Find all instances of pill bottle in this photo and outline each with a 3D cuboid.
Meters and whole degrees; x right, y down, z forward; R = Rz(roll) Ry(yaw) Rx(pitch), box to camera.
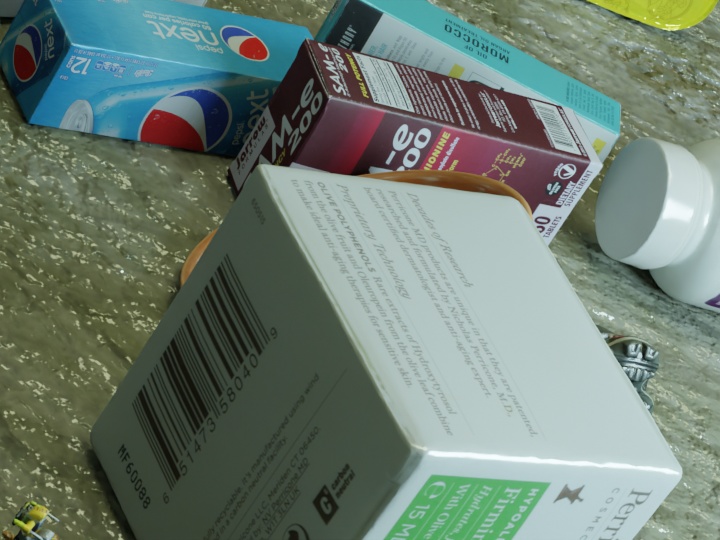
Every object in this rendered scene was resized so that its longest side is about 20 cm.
[{"bbox_3d":[0.258,-0.023,1.923,0.200,0.112,0.112,16,34,-28],"label":"pill bottle"}]

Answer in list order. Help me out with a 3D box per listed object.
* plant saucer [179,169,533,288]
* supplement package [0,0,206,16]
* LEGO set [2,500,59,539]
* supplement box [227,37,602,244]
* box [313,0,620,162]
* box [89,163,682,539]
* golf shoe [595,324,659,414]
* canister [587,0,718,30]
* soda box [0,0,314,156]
[{"bbox_3d":[0.000,0.000,1.631,0.200,0.038,0.200,-9,24,4],"label":"plant saucer"},{"bbox_3d":[-0.180,-0.237,1.819,0.200,0.120,0.121,-4,44,-46],"label":"supplement package"},{"bbox_3d":[-0.121,0.169,1.272,0.154,0.116,0.200,38,31,10],"label":"LEGO set"},{"bbox_3d":[0.034,-0.062,1.773,0.200,0.109,0.061,12,36,-30],"label":"supplement box"},{"bbox_3d":[0.064,-0.113,1.904,0.200,0.082,0.049,27,29,-10],"label":"box"},{"bbox_3d":[0.007,0.089,1.433,0.171,0.199,0.200,6,41,-38],"label":"box"},{"bbox_3d":[0.074,0.053,1.699,0.200,0.077,0.088,13,8,-25],"label":"golf shoe"},{"bbox_3d":[0.197,-0.287,2.285,0.148,0.087,0.200,19,31,-23],"label":"canister"},{"bbox_3d":[-0.114,-0.119,1.763,0.200,0.064,0.068,7,39,-36],"label":"soda box"}]
